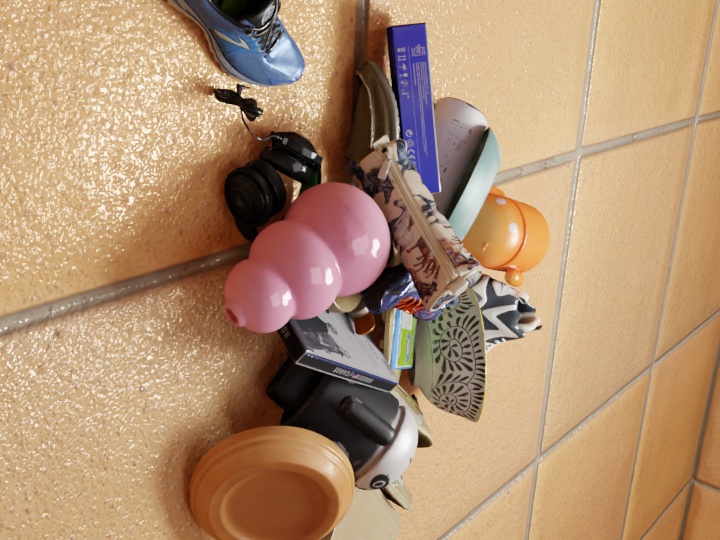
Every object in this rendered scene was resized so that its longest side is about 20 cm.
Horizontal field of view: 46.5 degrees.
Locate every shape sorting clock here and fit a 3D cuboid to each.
[{"bbox_3d":[0.049,0.064,1.150,0.200,0.039,0.203,5,90,-76],"label":"shape sorting clock"}]

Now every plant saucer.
[{"bbox_3d":[-0.103,0.270,0.990,0.197,0.038,0.202,-4,122,-6],"label":"plant saucer"},{"bbox_3d":[0.148,-0.102,1.170,0.202,0.036,0.200,-63,-178,3],"label":"plant saucer"}]

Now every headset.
[{"bbox_3d":[-0.106,-0.113,0.921,0.124,0.093,0.201,-50,154,-24],"label":"headset"}]

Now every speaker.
[{"bbox_3d":[0.100,-0.133,1.155,0.081,0.081,0.202,40,72,-52],"label":"speaker"}]

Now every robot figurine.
[{"bbox_3d":[-0.022,0.186,1.050,0.125,0.199,0.150,-48,-171,18],"label":"robot figurine"},{"bbox_3d":[0.225,-0.055,1.319,0.199,0.116,0.146,9,99,-53],"label":"robot figurine"}]

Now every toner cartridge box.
[{"bbox_3d":[0.065,-0.201,1.042,0.095,0.043,0.203,-97,-179,-75],"label":"toner cartridge box"}]

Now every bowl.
[{"bbox_3d":[0.120,0.126,1.251,0.201,0.093,0.204,179,-90,-85],"label":"bowl"}]

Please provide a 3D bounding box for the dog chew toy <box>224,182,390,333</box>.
[{"bbox_3d":[-0.061,-0.007,0.886,0.199,0.124,0.126,-37,132,-31],"label":"dog chew toy"}]

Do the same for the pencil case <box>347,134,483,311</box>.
[{"bbox_3d":[0.063,-0.052,0.941,0.077,0.201,0.089,-31,162,4],"label":"pencil case"}]

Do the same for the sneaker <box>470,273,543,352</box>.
[{"bbox_3d":[0.228,0.101,1.357,0.080,0.128,0.201,-49,146,-51],"label":"sneaker"}]

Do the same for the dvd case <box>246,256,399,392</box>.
[{"bbox_3d":[-0.044,0.067,1.000,0.025,0.151,0.199,-43,146,13],"label":"dvd case"}]

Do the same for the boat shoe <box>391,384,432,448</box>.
[{"bbox_3d":[0.063,0.214,1.259,0.200,0.073,0.067,55,35,-55],"label":"boat shoe"}]

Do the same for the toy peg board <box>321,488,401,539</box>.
[{"bbox_3d":[-0.041,0.403,1.204,0.201,0.097,0.201,61,41,-46],"label":"toy peg board"}]

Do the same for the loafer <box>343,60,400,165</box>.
[{"bbox_3d":[0.013,-0.154,1.033,0.069,0.075,0.203,-9,100,-4],"label":"loafer"}]

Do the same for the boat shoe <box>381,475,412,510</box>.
[{"bbox_3d":[0.036,0.296,1.261,0.065,0.072,0.201,-54,135,-20],"label":"boat shoe"}]

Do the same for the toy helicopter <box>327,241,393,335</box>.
[{"bbox_3d":[0.000,0.000,1.074,0.200,0.078,0.134,-33,109,-60],"label":"toy helicopter"}]

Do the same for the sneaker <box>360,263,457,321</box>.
[{"bbox_3d":[0.073,0.026,1.030,0.199,0.075,0.079,-17,90,-53],"label":"sneaker"}]

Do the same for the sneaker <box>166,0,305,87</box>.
[{"bbox_3d":[-0.112,-0.243,0.823,0.200,0.088,0.079,36,77,-53],"label":"sneaker"}]
